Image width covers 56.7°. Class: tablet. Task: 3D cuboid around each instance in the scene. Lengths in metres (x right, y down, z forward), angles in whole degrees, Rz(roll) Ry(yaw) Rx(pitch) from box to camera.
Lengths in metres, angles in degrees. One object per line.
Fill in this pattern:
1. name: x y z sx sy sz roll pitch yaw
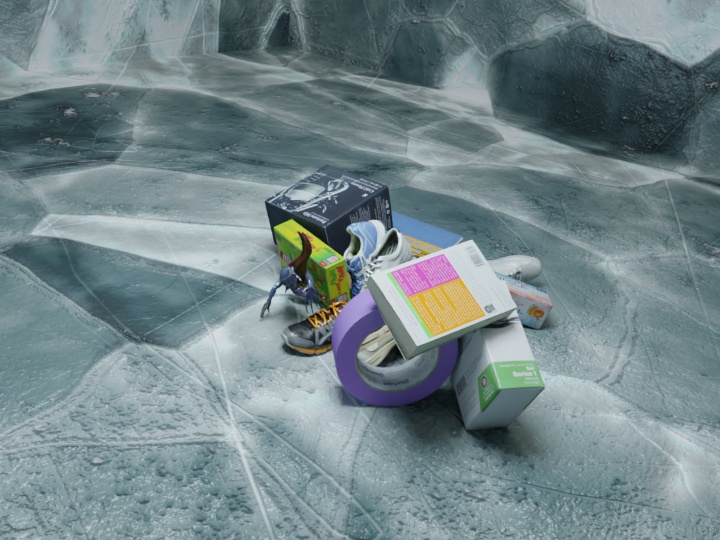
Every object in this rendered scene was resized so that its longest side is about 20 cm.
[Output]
1. tablet: 0.129 -0.087 1.550 0.199 0.014 0.130 22 29 19

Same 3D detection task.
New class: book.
1. book: 0.123 0.037 1.005 0.199 0.048 0.134 -18 66 -28

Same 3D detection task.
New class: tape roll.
1. tape roll: 0.054 0.122 1.079 0.198 0.201 0.066 3 28 -10

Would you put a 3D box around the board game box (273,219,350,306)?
1. board game box: -0.099 -0.015 1.339 0.047 0.102 0.200 -26 40 -25

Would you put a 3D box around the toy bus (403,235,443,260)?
1. toy bus: 0.103 -0.018 1.316 0.078 0.065 0.200 -33 32 -23

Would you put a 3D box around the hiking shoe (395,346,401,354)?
1. hiking shoe: 0.160 0.110 1.240 0.198 0.087 0.075 -5 29 -4

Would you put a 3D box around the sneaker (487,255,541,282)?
1. sneaker: 0.318 0.024 1.482 0.198 0.074 0.116 -4 31 -3

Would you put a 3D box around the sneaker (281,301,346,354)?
1. sneaker: -0.053 0.096 1.232 0.199 0.078 0.078 -11 35 -29

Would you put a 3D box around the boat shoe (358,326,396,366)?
1. boat shoe: 0.040 0.104 1.208 0.072 0.065 0.200 -7 25 45

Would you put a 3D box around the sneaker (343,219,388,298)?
1. sneaker: 0.000 0.000 1.306 0.077 0.202 0.076 2 4 -31

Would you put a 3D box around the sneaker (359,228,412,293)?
1. sneaker: 0.031 0.008 1.212 0.073 0.071 0.201 -2 47 34

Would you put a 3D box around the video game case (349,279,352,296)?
1. video game case: 0.080 0.043 1.402 0.181 0.023 0.200 -18 37 -28

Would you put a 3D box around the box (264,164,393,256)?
1. box: -0.067 -0.119 1.465 0.199 0.125 0.196 25 49 38

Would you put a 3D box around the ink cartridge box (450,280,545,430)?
1. ink cartridge box: 0.204 0.134 1.084 0.084 0.146 0.201 0 54 -17

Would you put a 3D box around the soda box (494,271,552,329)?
1. soda box: 0.290 0.050 1.378 0.199 0.064 0.069 21 27 -9

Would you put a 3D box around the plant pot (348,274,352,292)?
1. plant pot: -0.059 -0.003 1.429 0.198 0.028 0.201 -5 35 3

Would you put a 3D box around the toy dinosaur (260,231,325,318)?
1. toy dinosaur: -0.111 0.015 1.262 0.104 0.201 0.182 18 11 -13
